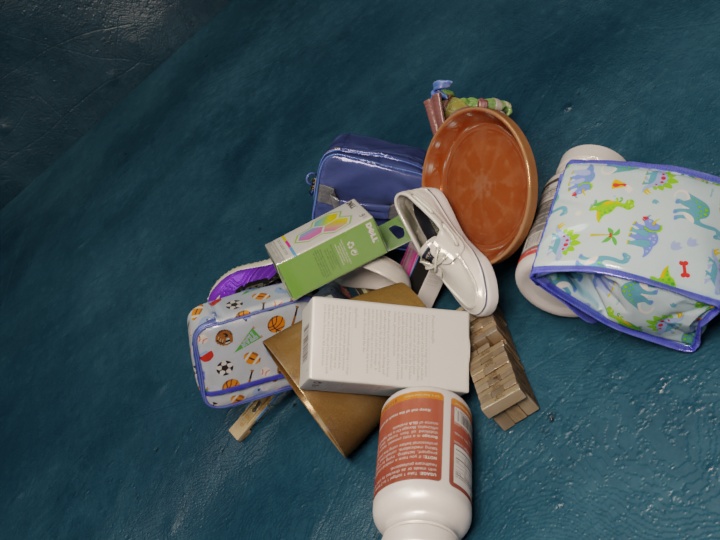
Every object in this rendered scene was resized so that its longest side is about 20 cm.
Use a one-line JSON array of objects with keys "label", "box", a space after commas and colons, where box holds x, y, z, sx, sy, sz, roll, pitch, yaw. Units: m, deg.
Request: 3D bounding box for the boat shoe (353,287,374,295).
[{"label": "boat shoe", "box": [0.000, -0.004, 1.534, 0.065, 0.073, 0.201, -59, 32, 30]}]

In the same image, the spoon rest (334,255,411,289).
[{"label": "spoon rest", "box": [0.000, 0.000, 1.415, 0.199, 0.099, 0.061, 23, 84, 55]}]

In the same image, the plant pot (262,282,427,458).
[{"label": "plant pot", "box": [0.002, 0.110, 1.301, 0.199, 0.187, 0.186, -37, 30, -10]}]

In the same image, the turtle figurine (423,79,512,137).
[{"label": "turtle figurine", "box": [0.184, -0.192, 1.530, 0.143, 0.201, 0.195, -20, 53, -4]}]

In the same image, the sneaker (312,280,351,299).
[{"label": "sneaker", "box": [-0.028, 0.058, 1.475, 0.199, 0.075, 0.085, 3, 58, 51]}]

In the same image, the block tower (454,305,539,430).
[{"label": "block tower", "box": [0.164, 0.108, 1.211, 0.054, 0.058, 0.201, -34, 30, 16]}]

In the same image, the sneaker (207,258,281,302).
[{"label": "sneaker", "box": [-0.151, 0.031, 1.534, 0.198, 0.070, 0.100, -23, 24, 6]}]

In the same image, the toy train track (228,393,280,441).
[{"label": "toy train track", "box": [-0.122, 0.175, 1.483, 0.115, 0.033, 0.200, 42, 94, 28]}]

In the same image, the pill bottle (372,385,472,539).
[{"label": "pill bottle", "box": [0.071, 0.239, 1.106, 0.111, 0.112, 0.201, -25, 35, 28]}]

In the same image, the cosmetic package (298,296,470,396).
[{"label": "cosmetic package", "box": [0.029, 0.097, 1.191, 0.071, 0.198, 0.103, 131, 144, -68]}]

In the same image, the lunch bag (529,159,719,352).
[{"label": "lunch bag", "box": [0.300, -0.027, 1.081, 0.198, 0.128, 0.171, 18, 57, 9]}]

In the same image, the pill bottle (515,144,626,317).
[{"label": "pill bottle", "box": [0.271, -0.053, 1.219, 0.115, 0.116, 0.201, -10, 44, 43]}]

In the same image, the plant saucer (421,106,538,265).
[{"label": "plant saucer", "box": [0.153, -0.106, 1.253, 0.199, 0.032, 0.203, 8, 100, 52]}]

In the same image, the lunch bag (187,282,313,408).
[{"label": "lunch bag", "box": [-0.139, 0.108, 1.380, 0.198, 0.162, 0.076, -12, 28, -16]}]

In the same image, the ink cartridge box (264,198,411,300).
[{"label": "ink cartridge box", "box": [-0.026, -0.042, 1.350, 0.198, 0.060, 0.104, -27, 22, -5]}]

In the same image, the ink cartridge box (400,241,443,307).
[{"label": "ink cartridge box", "box": [0.106, -0.038, 1.386, 0.201, 0.037, 0.095, -65, 24, 22]}]

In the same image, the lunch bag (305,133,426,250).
[{"label": "lunch bag", "box": [0.015, -0.120, 1.488, 0.133, 0.198, 0.137, -77, -3, -67]}]

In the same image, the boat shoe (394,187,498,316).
[{"label": "boat shoe", "box": [0.103, -0.022, 1.250, 0.201, 0.065, 0.074, 59, 136, 31]}]
